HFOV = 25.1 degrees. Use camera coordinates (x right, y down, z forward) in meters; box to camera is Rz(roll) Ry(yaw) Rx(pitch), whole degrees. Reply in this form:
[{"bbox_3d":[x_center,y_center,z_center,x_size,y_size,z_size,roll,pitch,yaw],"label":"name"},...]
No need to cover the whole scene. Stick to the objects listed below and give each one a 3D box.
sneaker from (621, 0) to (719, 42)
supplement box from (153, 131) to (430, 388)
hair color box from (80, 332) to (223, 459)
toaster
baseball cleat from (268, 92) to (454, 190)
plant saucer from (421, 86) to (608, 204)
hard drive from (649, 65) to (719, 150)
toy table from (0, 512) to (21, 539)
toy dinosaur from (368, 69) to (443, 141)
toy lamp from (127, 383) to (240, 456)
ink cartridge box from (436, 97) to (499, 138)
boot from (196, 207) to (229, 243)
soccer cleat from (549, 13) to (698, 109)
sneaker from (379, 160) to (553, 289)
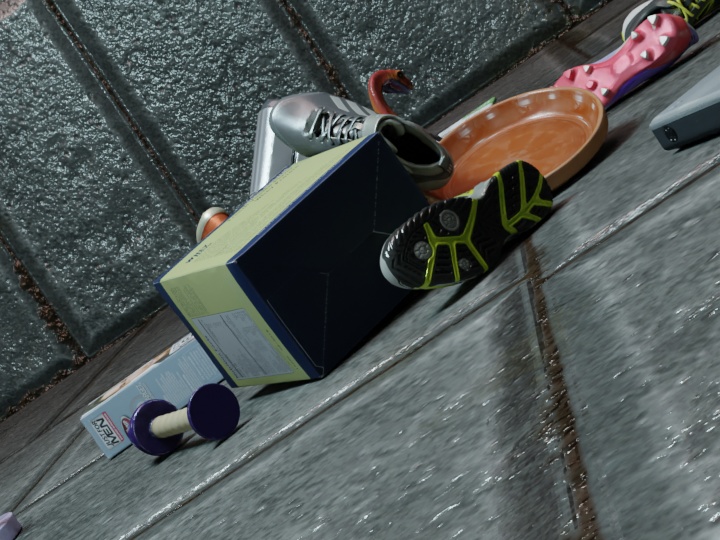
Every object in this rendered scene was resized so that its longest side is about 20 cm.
[{"bbox_3d":[0.415,-0.337,2.041,0.200,0.074,0.085,-42,8,24],"label":"sneaker"},{"bbox_3d":[-0.055,-0.005,1.533,0.200,0.135,0.199,-43,14,-26],"label":"supplement box"},{"bbox_3d":[-0.227,0.132,1.896,0.199,0.061,0.099,-36,6,0],"label":"hair color box"},{"bbox_3d":[-0.066,-0.100,1.847,0.112,0.131,0.200,7,-19,6],"label":"toaster"},{"bbox_3d":[-0.002,-0.138,1.573,0.106,0.198,0.070,57,-129,-74],"label":"baseball cleat"},{"bbox_3d":[0.153,-0.114,1.607,0.199,0.033,0.201,-23,27,12],"label":"plant saucer"},{"bbox_3d":[0.330,-0.160,1.258,0.139,0.033,0.200,-37,7,-23],"label":"hard drive"},{"bbox_3d":[-0.458,0.279,1.757,0.183,0.118,0.200,-34,5,4],"label":"toy table"},{"bbox_3d":[0.063,-0.128,1.710,0.104,0.183,0.200,-26,10,-19],"label":"toy dinosaur"},{"bbox_3d":[-0.175,0.144,1.544,0.058,0.058,0.200,-38,7,-29],"label":"toy lamp"},{"bbox_3d":[0.093,-0.105,1.868,0.199,0.084,0.145,-34,6,13],"label":"ink cartridge box"},{"bbox_3d":[-0.156,-0.002,2.058,0.075,0.107,0.201,-35,-28,-17],"label":"boot"},{"bbox_3d":[0.298,-0.224,1.855,0.076,0.067,0.200,5,-34,-47],"label":"soccer cleat"},{"bbox_3d":[0.088,-0.026,1.413,0.199,0.076,0.076,-26,-8,-39],"label":"sneaker"}]
